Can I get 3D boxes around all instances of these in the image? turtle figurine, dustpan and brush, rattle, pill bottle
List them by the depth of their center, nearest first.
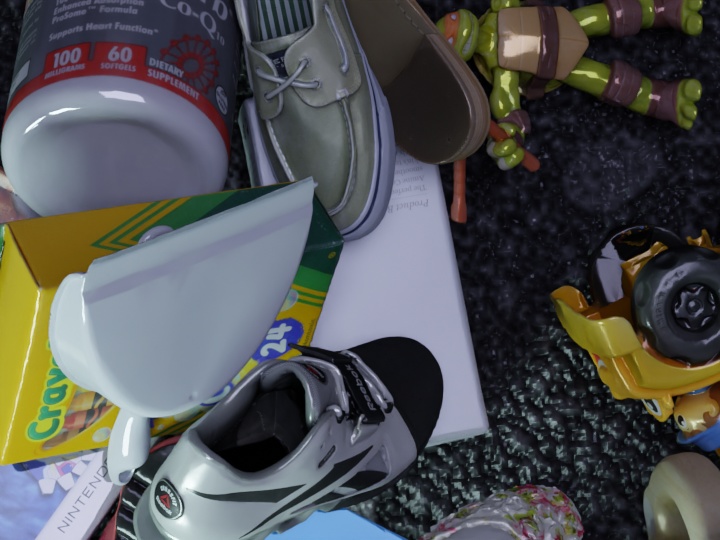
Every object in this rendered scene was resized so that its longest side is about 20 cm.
[{"bbox_3d":[-0.097,0.041,1.248,0.139,0.201,0.057,-22,46,-34],"label":"dustpan and brush"},{"bbox_3d":[0.145,0.158,1.333,0.142,0.200,0.131,7,89,-5],"label":"rattle"},{"bbox_3d":[-0.118,-0.125,1.350,0.115,0.116,0.201,6,51,-4],"label":"pill bottle"},{"bbox_3d":[0.105,-0.114,1.429,0.160,0.064,0.201,5,73,-13],"label":"turtle figurine"}]

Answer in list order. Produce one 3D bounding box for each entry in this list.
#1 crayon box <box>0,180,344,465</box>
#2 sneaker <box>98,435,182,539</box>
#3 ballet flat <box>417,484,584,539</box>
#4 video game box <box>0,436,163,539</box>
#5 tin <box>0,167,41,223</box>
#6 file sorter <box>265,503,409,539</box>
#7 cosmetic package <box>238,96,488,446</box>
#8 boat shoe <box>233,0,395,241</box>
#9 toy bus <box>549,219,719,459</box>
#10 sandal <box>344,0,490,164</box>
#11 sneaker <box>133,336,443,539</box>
[{"bbox_3d":[-0.117,0.028,1.297,0.199,0.126,0.052,-9,47,-28],"label":"crayon box"},{"bbox_3d":[-0.114,0.168,1.380,0.074,0.087,0.201,35,106,4],"label":"sneaker"},{"bbox_3d":[0.028,0.171,1.271,0.199,0.064,0.076,-32,87,-8],"label":"ballet flat"},{"bbox_3d":[-0.202,0.056,1.396,0.200,0.047,0.183,35,80,0],"label":"video game box"},{"bbox_3d":[-0.241,-0.016,1.352,0.199,0.042,0.112,29,77,-2],"label":"tin"},{"bbox_3d":[-0.035,0.226,1.352,0.138,0.123,0.201,26,82,-1],"label":"file sorter"},{"bbox_3d":[0.000,0.000,1.405,0.101,0.074,0.201,-9,86,-6],"label":"cosmetic package"},{"bbox_3d":[-0.035,-0.111,1.332,0.072,0.062,0.201,-14,90,24],"label":"boat shoe"},{"bbox_3d":[0.226,0.049,1.401,0.199,0.136,0.193,-23,102,-5],"label":"toy bus"},{"bbox_3d":[0.010,-0.150,1.382,0.078,0.070,0.212,-39,77,30],"label":"sandal"},{"bbox_3d":[-0.020,0.074,1.280,0.074,0.089,0.200,41,46,18],"label":"sneaker"}]
